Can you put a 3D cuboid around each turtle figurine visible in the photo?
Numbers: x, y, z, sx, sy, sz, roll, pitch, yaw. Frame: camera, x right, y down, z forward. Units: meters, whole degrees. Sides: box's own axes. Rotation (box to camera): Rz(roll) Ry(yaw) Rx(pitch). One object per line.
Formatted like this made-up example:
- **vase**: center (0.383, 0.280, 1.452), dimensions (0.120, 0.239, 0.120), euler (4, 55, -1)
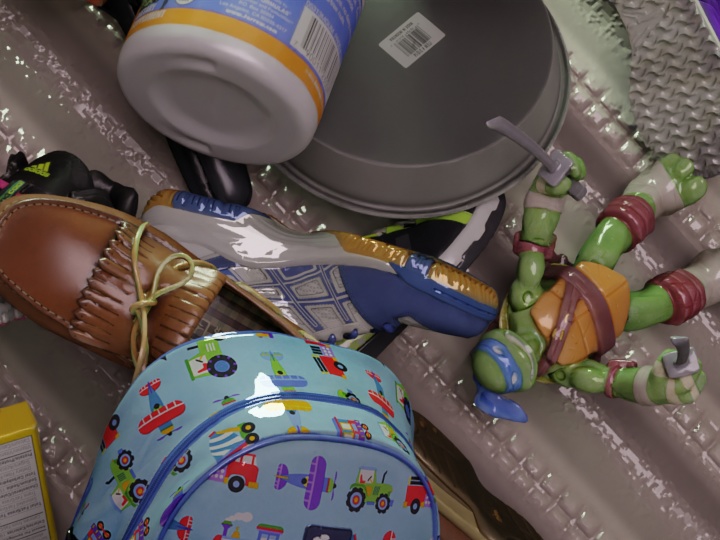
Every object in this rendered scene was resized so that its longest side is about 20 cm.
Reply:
- **turtle figurine**: center (0.159, -0.001, 0.964), dimensions (0.144, 0.200, 0.194), euler (34, 43, 27)

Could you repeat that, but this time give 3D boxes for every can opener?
- **can opener**: center (-0.107, -0.126, 0.973), dimensions (0.079, 0.063, 0.200), euler (-18, 84, -18)

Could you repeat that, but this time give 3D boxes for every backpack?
- **backpack**: center (-0.042, 0.136, 0.766), dimensions (0.182, 0.135, 0.200), euler (14, 105, -32)

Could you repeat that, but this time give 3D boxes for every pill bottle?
- **pill bottle**: center (-0.048, -0.168, 0.924), dimensions (0.112, 0.112, 0.200), euler (23, 63, -9)

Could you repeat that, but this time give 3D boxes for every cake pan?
- **cake pan**: center (0.026, -0.126, 0.989), dimensions (0.200, 0.037, 0.201), euler (1, 63, -2)

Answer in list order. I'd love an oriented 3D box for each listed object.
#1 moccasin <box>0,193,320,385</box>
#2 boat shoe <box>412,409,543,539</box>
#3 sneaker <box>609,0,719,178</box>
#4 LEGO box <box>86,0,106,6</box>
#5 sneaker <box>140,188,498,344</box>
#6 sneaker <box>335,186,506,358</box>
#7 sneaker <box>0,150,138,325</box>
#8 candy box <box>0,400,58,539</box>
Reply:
- **moccasin**: center (-0.091, 0.026, 0.815), dimensions (0.201, 0.078, 0.074), euler (36, 79, -21)
- **boat shoe**: center (0.065, 0.168, 0.965), dimensions (0.068, 0.072, 0.200), euler (-40, 100, 14)
- **sneaker**: center (0.203, -0.161, 1.061), dimensions (0.100, 0.069, 0.200), euler (-36, 109, -52)
- **LEGO box**: center (-0.156, -0.251, 0.924), dimensions (0.149, 0.077, 0.200), euler (28, 41, -1)
- **sneaker**: center (-0.027, 0.019, 0.913), dimensions (0.200, 0.075, 0.088), euler (13, 89, 11)
- **sneaker**: center (0.000, 0.000, 0.972), dimensions (0.083, 0.072, 0.200), euler (46, 71, -1)
- **sneaker**: center (-0.177, -0.023, 0.862), dimensions (0.074, 0.200, 0.088), euler (23, 98, 25)
- **candy box**: center (-0.258, 0.135, 0.865), dimensions (0.200, 0.102, 0.026), euler (-15, 46, -18)
